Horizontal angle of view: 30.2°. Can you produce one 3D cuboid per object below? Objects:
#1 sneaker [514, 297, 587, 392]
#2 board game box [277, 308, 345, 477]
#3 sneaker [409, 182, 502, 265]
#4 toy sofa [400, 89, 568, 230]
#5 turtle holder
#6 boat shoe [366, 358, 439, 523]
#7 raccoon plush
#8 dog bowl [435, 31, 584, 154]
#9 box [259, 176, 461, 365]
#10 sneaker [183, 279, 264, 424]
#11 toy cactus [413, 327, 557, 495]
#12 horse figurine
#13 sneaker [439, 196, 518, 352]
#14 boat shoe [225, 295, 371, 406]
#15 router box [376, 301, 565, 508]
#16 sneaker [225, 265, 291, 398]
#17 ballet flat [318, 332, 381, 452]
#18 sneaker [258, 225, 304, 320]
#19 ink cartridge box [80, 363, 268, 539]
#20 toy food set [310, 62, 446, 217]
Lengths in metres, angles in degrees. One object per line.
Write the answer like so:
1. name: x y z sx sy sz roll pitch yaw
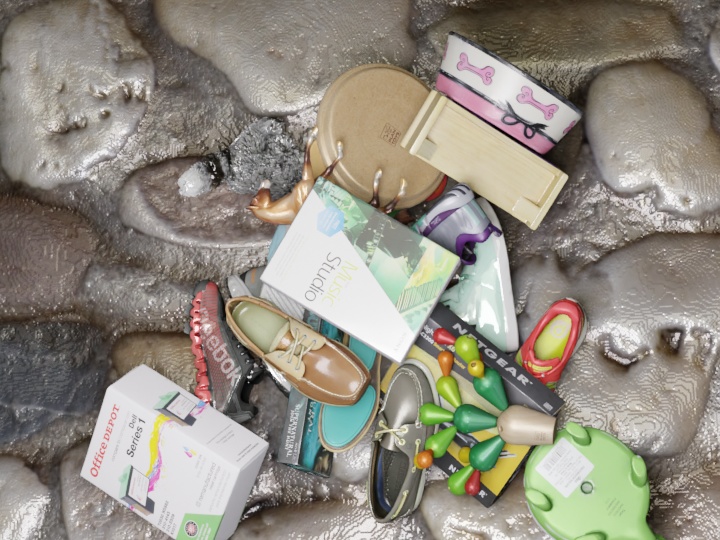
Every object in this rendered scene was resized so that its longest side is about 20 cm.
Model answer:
1. sneaker: 0.212 0.122 1.634 0.076 0.085 0.202 24 90 13
2. board game box: -0.052 0.147 1.643 0.028 0.135 0.203 5 77 18
3. sneaker: 0.091 -0.022 1.658 0.088 0.200 0.074 48 47 1
4. toy sofa: 0.154 -0.140 1.669 0.199 0.098 0.083 31 99 -9
5. turtle holder: 0.282 0.264 1.568 0.183 0.132 0.143 12 76 10
6. boat shoe: 0.048 0.208 1.606 0.071 0.060 0.204 16 109 28
7. raccoon plush: -0.124 -0.104 1.727 0.134 0.097 0.199 43 61 16
8. dog bowl: 0.180 -0.219 1.683 0.199 0.200 0.074 33 98 15
9. box: 0.000 0.000 1.582 0.199 0.036 0.145 30 85 8
10. sneaker: -0.172 0.108 1.706 0.097 0.071 0.203 -8 76 6
11. toy cactus: 0.142 0.172 1.534 0.163 0.102 0.203 6 98 18
12. horse figurine: -0.026 -0.083 1.648 0.199 0.050 0.134 30 88 -13
13. sneaker: 0.128 0.009 1.683 0.117 0.074 0.203 -8 77 0
14. boat shoe: -0.082 0.092 1.554 0.199 0.074 0.076 29 85 22
15. router box: 0.125 0.163 1.617 0.199 0.052 0.158 38 119 16
16. sneaker: -0.103 0.081 1.703 0.079 0.074 0.202 -25 73 -4
17. ballet flat: -0.004 0.142 1.644 0.068 0.063 0.202 15 61 6
18. sneaker: -0.088 0.005 1.685 0.073 0.082 0.202 25 66 -12
19. ink cartridge box: -0.231 0.233 1.642 0.199 0.084 0.146 30 117 14
20. toy food set: 0.030 -0.168 1.723 0.196 0.049 0.203 15 75 -20
